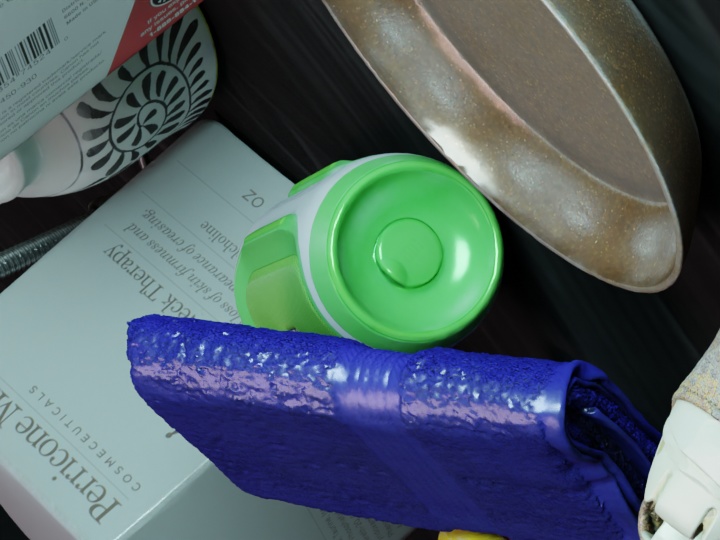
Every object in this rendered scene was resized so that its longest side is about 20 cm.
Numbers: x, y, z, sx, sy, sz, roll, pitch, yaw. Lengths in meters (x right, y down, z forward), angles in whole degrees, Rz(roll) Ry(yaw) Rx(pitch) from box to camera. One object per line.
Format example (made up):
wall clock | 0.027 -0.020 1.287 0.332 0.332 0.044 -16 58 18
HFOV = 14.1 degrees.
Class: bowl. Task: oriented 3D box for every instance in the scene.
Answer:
bowl | -0.175 -0.094 1.347 0.201 0.094 0.201 19 148 12

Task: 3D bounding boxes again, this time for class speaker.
speaker | 0.000 0.000 1.239 0.088 0.088 0.200 50 167 -5

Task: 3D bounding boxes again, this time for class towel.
towel | 0.020 0.060 1.161 0.200 0.050 0.148 6 156 27

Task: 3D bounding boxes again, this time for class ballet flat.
ballet flat | 0.133 0.075 1.049 0.068 0.067 0.200 43 166 17

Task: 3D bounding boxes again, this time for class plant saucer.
plant saucer | 0.046 -0.079 0.966 0.200 0.034 0.200 45 168 13

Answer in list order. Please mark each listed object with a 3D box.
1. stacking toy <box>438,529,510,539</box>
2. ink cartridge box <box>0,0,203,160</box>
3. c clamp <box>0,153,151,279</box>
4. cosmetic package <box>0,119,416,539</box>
stacking toy | 0.053 0.151 1.239 0.116 0.200 0.110 36 162 42
ink cartridge box | -0.136 -0.147 1.118 0.083 0.147 0.200 46 166 21
c clamp | -0.170 0.015 1.517 0.027 0.200 0.171 0 118 58
cosmetic package | -0.075 0.072 1.438 0.167 0.200 0.166 39 164 36
